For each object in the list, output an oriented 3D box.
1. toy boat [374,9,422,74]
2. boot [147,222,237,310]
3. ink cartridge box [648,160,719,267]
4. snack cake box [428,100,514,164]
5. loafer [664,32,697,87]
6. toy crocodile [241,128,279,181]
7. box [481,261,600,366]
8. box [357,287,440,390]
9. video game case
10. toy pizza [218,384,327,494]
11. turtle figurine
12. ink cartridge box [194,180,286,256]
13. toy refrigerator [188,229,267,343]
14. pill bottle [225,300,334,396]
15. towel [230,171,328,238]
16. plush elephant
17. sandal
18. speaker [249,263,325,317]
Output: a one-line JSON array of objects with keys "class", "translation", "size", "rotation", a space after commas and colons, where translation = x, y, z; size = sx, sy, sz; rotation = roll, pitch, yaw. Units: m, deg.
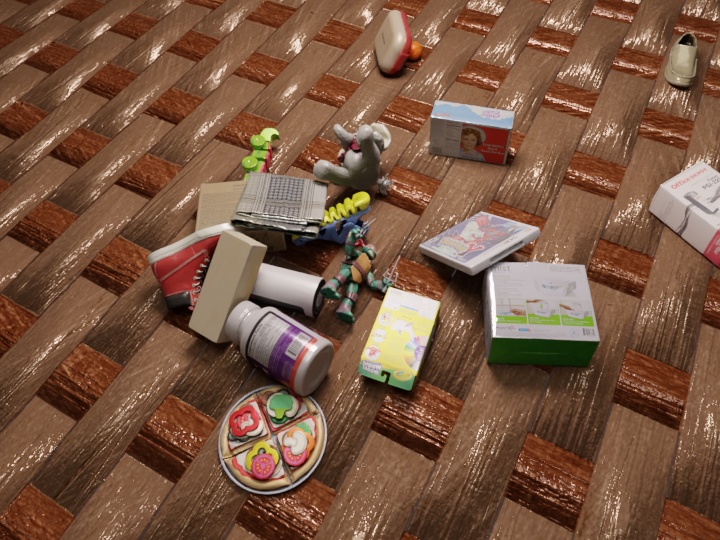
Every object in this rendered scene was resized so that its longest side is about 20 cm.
[{"class": "toy boat", "translation": [0.120, -0.648, 1.753], "size": [0.128, 0.131, 0.204], "rotation": [14, 48, -25]}, {"class": "boot", "translation": [-0.325, -0.001, 1.260], "size": [0.196, 0.072, 0.147], "rotation": [-25, 85, 3]}, {"class": "ink cartridge box", "translation": [0.761, -0.128, 1.328], "size": [0.143, 0.086, 0.201], "rotation": [-27, 54, -17]}, {"class": "snack cake box", "translation": [0.269, -0.337, 1.492], "size": [0.195, 0.116, 0.068], "rotation": [12, 52, 11]}, {"class": "loafer", "translation": [0.887, -0.583, 1.681], "size": [0.074, 0.069, 0.203], "rotation": [12, 54, 12]}, {"class": "toy crocodile", "translation": [-0.246, -0.267, 1.493], "size": [0.060, 0.068, 0.204], "rotation": [6, 53, 6]}, {"class": "box", "translation": [0.340, 0.081, 1.180], "size": [0.194, 0.098, 0.180], "rotation": [1, 52, 4]}, {"class": "box", "translation": [0.076, 0.136, 1.182], "size": [0.115, 0.049, 0.202], "rotation": [16, 52, 14]}, {"class": "video game case", "translation": [0.245, -0.063, 1.280], "size": [0.179, 0.023, 0.199], "rotation": [-28, 24, -17]}, {"class": "toy pizza", "translation": [-0.157, 0.291, 1.083], "size": [0.194, 0.032, 0.204], "rotation": [-1, 52, 2]}, {"class": "turtle figurine", "translation": [0.000, 0.000, 1.262], "size": [0.150, 0.100, 0.202], "rotation": [44, 59, -16]}, {"class": "ink cartridge box", "translation": [-0.266, -0.121, 1.378], "size": [0.194, 0.076, 0.168], "rotation": [-5, 51, 0]}, {"class": "toy refrigerator", "translation": [-0.258, 0.032, 1.197], "size": [0.075, 0.070, 0.204], "rotation": [23, 97, 19]}, {"class": "pill bottle", "translation": [-0.157, 0.139, 1.149], "size": [0.197, 0.113, 0.112], "rotation": [28, 58, 22]}, {"class": "towel", "translation": [-0.167, -0.149, 1.308], "size": [0.187, 0.035, 0.202], "rotation": [9, 40, -3]}, {"class": "plush elephant", "translation": [-0.010, -0.277, 1.423], "size": [0.164, 0.198, 0.157], "rotation": [-39, 49, 21]}, {"class": "sandal", "translation": [-0.058, -0.093, 1.345], "size": [0.196, 0.088, 0.080], "rotation": [-21, 26, 11]}, {"class": "speaker", "translation": [-0.174, 0.033, 1.251], "size": [0.195, 0.082, 0.082], "rotation": [14, 54, 12]}]
